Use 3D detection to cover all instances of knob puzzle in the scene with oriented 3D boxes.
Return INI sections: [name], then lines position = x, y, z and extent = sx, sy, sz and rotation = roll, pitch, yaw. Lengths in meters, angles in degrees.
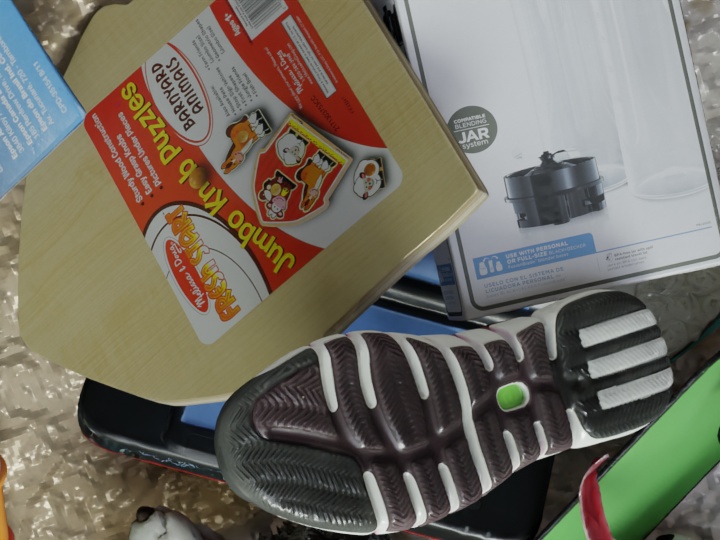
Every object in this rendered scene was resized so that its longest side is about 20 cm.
[knob puzzle]
position = -0.059, -0.031, 1.214
extent = 0.220, 0.220, 0.030
rotation = -44, 149, 14

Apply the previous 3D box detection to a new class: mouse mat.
[mouse mat]
position = 0.115, 0.105, 1.319
extent = 0.161, 0.200, 0.008
rotation = -46, 73, 0

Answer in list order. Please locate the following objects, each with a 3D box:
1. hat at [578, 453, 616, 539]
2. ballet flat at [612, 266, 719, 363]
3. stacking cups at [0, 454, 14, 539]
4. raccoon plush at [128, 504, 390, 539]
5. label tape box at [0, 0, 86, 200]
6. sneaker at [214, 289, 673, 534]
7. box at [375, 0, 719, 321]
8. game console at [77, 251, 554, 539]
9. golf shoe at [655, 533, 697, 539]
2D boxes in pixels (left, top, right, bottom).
[hat]
position = 0.105, 0.205, 1.245
extent = 0.166, 0.176, 0.200
rotation = -35, 78, 11
[ballet flat]
position = 0.080, 0.042, 1.336
extent = 0.200, 0.072, 0.072
rotation = -38, 119, 9
[stacking cups]
position = -0.183, 0.071, 1.314
extent = 0.060, 0.061, 0.200
rotation = -8, 125, -7
[raccoon plush]
position = -0.038, 0.186, 1.271
extent = 0.134, 0.097, 0.200
rotation = -23, 86, 12
[label tape box]
position = -0.220, -0.055, 1.157
extent = 0.200, 0.063, 0.144
rotation = -46, 117, -31
[sneaker]
position = 0.016, 0.062, 1.165
extent = 0.200, 0.115, 0.076
rotation = -10, 85, -31
[box]
position = 0.071, -0.088, 1.209
extent = 0.116, 0.060, 0.200
rotation = -11, 90, -4
[game console]
position = 0.000, 0.000, 1.246
extent = 0.200, 0.173, 0.119
rotation = 15, 142, 1
[golf shoe]
position = 0.123, 0.208, 1.443
extent = 0.094, 0.078, 0.200
rotation = 36, 105, -8
